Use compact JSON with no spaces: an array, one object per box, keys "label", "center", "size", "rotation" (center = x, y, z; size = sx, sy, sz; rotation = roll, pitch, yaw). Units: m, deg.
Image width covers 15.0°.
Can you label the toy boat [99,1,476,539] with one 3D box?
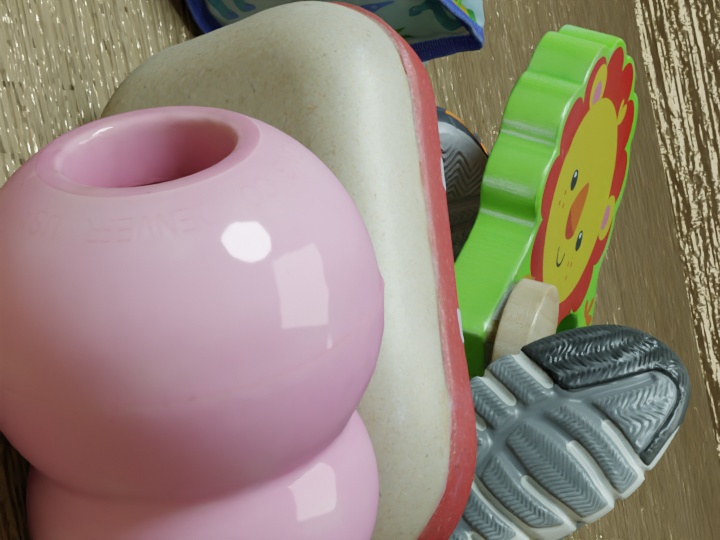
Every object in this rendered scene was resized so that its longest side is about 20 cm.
[{"label":"toy boat","center":[-0.011,0.015,0.944],"size":[0.130,0.130,0.201],"rotation":[20,59,-54]}]

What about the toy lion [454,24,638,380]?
[{"label":"toy lion","center":[0.077,0.001,1.206],"size":[0.201,0.068,0.192],"rotation":[84,27,-48]}]

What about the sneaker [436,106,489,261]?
[{"label":"sneaker","center":[0.030,-0.035,1.291],"size":[0.200,0.077,0.113],"rotation":[78,2,-54]}]

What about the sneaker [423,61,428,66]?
[{"label":"sneaker","center":[-0.014,-0.145,1.286],"size":[0.075,0.090,0.200],"rotation":[23,20,-25]}]

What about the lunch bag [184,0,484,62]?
[{"label":"lunch bag","center":[-0.031,-0.192,1.118],"size":[0.200,0.127,0.171],"rotation":[37,44,-54]}]

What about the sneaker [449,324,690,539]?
[{"label":"sneaker","center":[0.049,0.104,1.115],"size":[0.075,0.200,0.116],"rotation":[51,-7,19]}]

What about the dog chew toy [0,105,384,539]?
[{"label":"dog chew toy","center":[-0.049,0.056,0.817],"size":[0.125,0.124,0.201],"rotation":[-76,161,-64]}]
